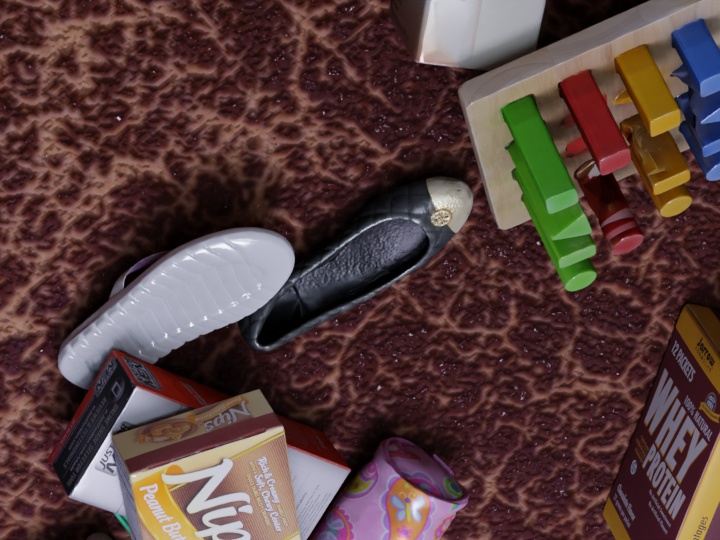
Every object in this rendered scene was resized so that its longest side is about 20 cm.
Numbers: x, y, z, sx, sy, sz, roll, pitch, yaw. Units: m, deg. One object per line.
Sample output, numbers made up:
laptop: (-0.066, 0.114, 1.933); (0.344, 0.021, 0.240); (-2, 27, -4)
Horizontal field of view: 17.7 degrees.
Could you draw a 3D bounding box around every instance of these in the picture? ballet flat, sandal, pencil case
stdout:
ballet flat: (0.000, 0.000, 1.692); (0.199, 0.057, 0.067); (-34, 118, 5)
sandal: (-0.140, 0.016, 1.674); (0.202, 0.050, 0.082); (-30, 134, 18)
pencil case: (0.000, 0.227, 1.789); (0.087, 0.088, 0.201); (25, 108, -21)

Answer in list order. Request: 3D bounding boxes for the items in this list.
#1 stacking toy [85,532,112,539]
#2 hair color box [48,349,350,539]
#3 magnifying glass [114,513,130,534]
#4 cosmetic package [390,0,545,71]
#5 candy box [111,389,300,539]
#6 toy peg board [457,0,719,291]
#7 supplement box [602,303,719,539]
stacking toy: (-0.275, 0.263, 1.752); (0.199, 0.085, 0.086); (-15, 117, 1)
hair color box: (-0.117, 0.143, 1.711); (0.199, 0.061, 0.102); (25, 104, -34)
magnifying glass: (-0.157, 0.198, 1.776); (0.079, 0.022, 0.201); (-10, 115, -9)
cosmetic package: (0.084, -0.246, 1.569); (0.087, 0.103, 0.201); (5, 112, -12)
candy box: (-0.104, 0.195, 1.674); (0.115, 0.055, 0.201); (-17, 123, -15)
toy peg board: (0.188, -0.083, 1.615); (0.198, 0.098, 0.200); (-23, 154, 0)
supplement box: (0.325, 0.157, 1.792); (0.199, 0.133, 0.198); (12, 112, -17)
